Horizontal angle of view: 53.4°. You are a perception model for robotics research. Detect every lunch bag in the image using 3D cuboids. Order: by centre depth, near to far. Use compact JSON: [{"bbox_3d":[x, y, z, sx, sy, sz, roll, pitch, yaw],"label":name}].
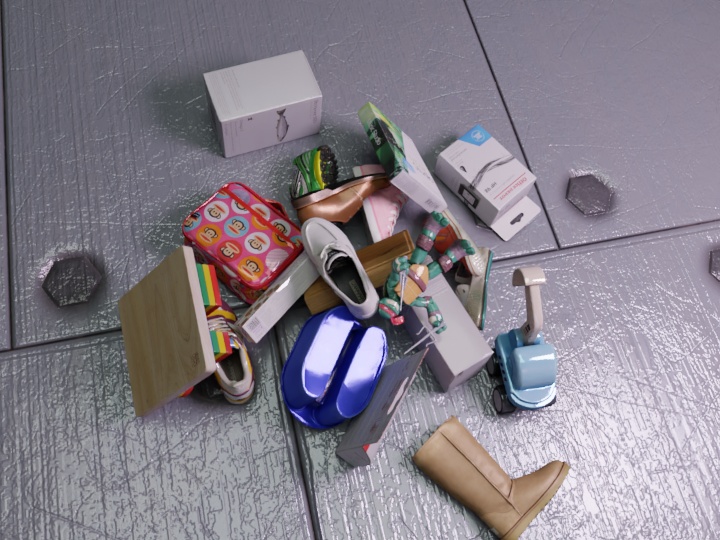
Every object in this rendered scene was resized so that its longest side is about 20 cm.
[{"bbox_3d":[-0.194,-0.057,1.258,0.199,0.082,0.176,37,62,14],"label":"lunch bag"}]

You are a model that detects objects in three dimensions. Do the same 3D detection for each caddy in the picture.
[{"bbox_3d":[-0.044,0.155,1.160,0.140,0.105,0.202,34,61,-16],"label":"caddy"}]

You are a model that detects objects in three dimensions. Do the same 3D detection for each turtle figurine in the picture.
[{"bbox_3d":[0.086,0.016,1.109,0.100,0.150,0.201,23,72,49],"label":"turtle figurine"}]

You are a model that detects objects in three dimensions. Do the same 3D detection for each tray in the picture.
[{"bbox_3d":[0.000,0.000,1.208,0.197,0.037,0.099,-22,25,5],"label":"tray"}]

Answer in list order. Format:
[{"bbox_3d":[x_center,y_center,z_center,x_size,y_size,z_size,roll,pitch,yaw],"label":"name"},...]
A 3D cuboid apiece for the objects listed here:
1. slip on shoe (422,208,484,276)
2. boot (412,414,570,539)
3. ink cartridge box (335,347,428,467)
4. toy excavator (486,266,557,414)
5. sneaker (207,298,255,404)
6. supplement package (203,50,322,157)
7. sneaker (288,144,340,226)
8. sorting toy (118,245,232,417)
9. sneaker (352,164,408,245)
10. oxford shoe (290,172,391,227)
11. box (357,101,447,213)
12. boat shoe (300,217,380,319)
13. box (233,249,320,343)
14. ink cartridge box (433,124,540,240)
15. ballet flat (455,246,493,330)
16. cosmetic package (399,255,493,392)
[{"bbox_3d":[0.164,-0.046,1.266,0.061,0.074,0.201,-38,37,8],"label":"slip on shoe"},{"bbox_3d":[0.210,0.306,1.136,0.175,0.066,0.200,-41,74,-22],"label":"boot"},{"bbox_3d":[0.044,0.212,1.086,0.050,0.200,0.162,35,64,-8],"label":"ink cartridge box"},{"bbox_3d":[0.273,0.116,1.158,0.098,0.201,0.197,-5,65,-10],"label":"toy excavator"},{"bbox_3d":[-0.222,0.113,1.164,0.074,0.090,0.202,-23,69,-16],"label":"sneaker"},{"bbox_3d":[-0.184,-0.316,1.360,0.197,0.117,0.119,-18,67,-14],"label":"supplement package"},{"bbox_3d":[-0.087,-0.125,1.316,0.084,0.078,0.204,-11,68,29],"label":"sneaker"},{"bbox_3d":[-0.288,0.099,1.123,0.069,0.198,0.203,9,57,-48],"label":"sorting toy"},{"bbox_3d":[0.052,-0.114,1.312,0.103,0.076,0.203,-10,62,-5],"label":"sneaker"},{"bbox_3d":[-0.024,-0.122,1.252,0.198,0.071,0.072,-24,101,-21],"label":"oxford shoe"},{"bbox_3d":[0.075,-0.203,1.302,0.036,0.144,0.202,-39,48,19],"label":"box"},{"bbox_3d":[-0.039,-0.012,1.138,0.071,0.066,0.202,-30,66,0],"label":"boat shoe"},{"bbox_3d":[-0.125,0.035,1.185,0.200,0.038,0.042,-49,116,-22],"label":"box"},{"bbox_3d":[0.251,-0.169,1.367,0.115,0.067,0.200,-38,74,-22],"label":"ink cartridge box"},{"bbox_3d":[0.194,0.032,1.253,0.061,0.068,0.201,8,40,9],"label":"ballet flat"},{"bbox_3d":[0.130,0.091,1.206,0.089,0.107,0.201,-29,72,-15],"label":"cosmetic package"}]
